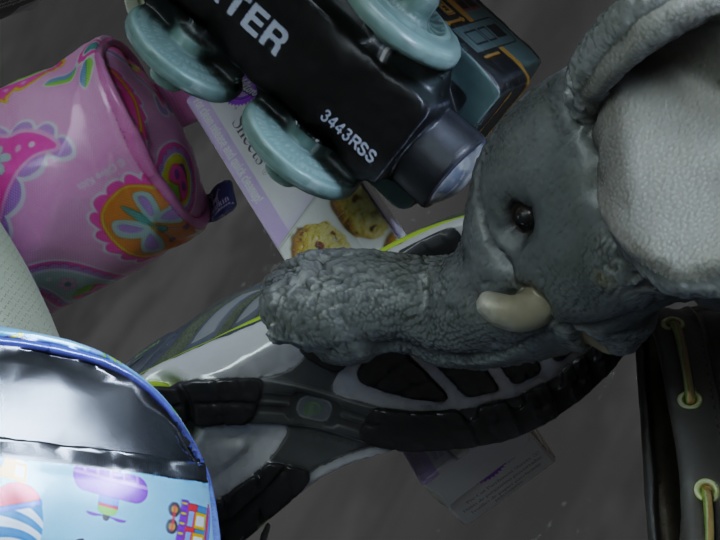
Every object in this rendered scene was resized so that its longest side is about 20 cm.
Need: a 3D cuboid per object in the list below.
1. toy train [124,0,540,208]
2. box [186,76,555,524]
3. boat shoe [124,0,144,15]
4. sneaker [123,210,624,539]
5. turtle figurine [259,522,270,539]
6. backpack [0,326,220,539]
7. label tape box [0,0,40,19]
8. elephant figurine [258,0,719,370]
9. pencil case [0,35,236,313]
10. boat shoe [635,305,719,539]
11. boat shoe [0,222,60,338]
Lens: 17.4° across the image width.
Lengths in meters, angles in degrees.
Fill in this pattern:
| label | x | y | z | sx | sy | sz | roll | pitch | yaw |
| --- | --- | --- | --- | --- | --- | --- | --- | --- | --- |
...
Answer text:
| label | x | y | z | sx | sy | sz | roll | pitch | yaw |
| --- | --- | --- | --- | --- | --- | --- | --- | --- | --- |
| toy train | -0.028 | -0.099 | 0.804 | 0.200 | 0.114 | 0.085 | 42 | 112 | 10 |
| box | 0.000 | 0.000 | 0.816 | 0.041 | 0.039 | 0.200 | -36 | 52 | 5 |
| boat shoe | -0.026 | -0.162 | 0.912 | 0.199 | 0.074 | 0.066 | -59 | 12 | -11 |
| sneaker | -0.005 | 0.022 | 0.734 | 0.200 | 0.074 | 0.081 | -21 | 21 | 6 |
| turtle figurine | -0.131 | 0.132 | 0.777 | 0.150 | 0.101 | 0.200 | 37 | 89 | 39 |
| backpack | -0.145 | 0.097 | 0.650 | 0.135 | 0.200 | 0.183 | -7 | 81 | 61 |
| label tape box | -0.160 | -0.146 | 0.862 | 0.143 | 0.200 | 0.066 | -22 | 82 | -34 |
| elephant figurine | 0.096 | -0.021 | 0.629 | 0.200 | 0.142 | 0.155 | 30 | 62 | 10 |
| pencil case | -0.152 | -0.013 | 0.880 | 0.200 | 0.087 | 0.087 | -28 | 53 | 11 |
| boat shoe | 0.102 | 0.099 | 0.676 | 0.061 | 0.072 | 0.201 | 7 | 56 | 4 |
| boat shoe | -0.158 | -0.007 | 0.797 | 0.068 | 0.072 | 0.200 | -37 | 65 | 6 |
